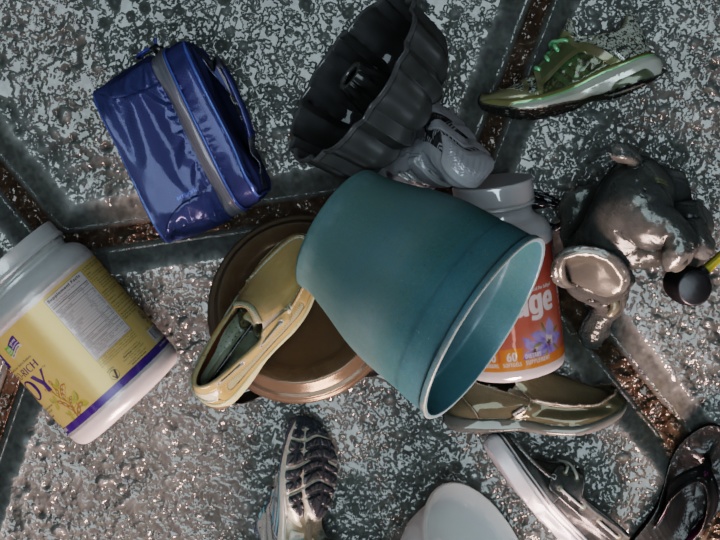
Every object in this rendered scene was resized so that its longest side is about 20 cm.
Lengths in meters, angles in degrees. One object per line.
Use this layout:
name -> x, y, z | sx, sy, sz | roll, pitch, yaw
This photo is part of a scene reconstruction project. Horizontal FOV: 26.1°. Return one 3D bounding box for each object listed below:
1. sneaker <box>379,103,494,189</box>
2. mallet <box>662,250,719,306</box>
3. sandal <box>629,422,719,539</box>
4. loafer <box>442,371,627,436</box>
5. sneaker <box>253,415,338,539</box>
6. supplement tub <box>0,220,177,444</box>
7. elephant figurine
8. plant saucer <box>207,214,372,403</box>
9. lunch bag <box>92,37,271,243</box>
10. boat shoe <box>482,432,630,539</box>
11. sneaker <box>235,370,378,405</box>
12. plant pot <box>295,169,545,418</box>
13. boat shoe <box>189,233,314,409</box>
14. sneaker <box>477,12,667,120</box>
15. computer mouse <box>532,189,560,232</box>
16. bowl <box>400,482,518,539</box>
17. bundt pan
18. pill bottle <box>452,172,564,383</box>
sneaker -> 0.067, -0.098, 1.572 | 0.075, 0.200, 0.115 | 29, 105, -20
mallet -> 0.401, -0.036, 1.650 | 0.200, 0.066, 0.041 | -43, 97, -8
sandal -> 0.351, 0.263, 1.684 | 0.075, 0.048, 0.202 | 26, 99, -2
loafer -> 0.186, 0.134, 1.657 | 0.197, 0.075, 0.071 | -2, 103, 2
sneaker -> -0.081, 0.258, 1.684 | 0.086, 0.077, 0.203 | -5, 78, 44
supplement tub -> -0.305, 0.064, 1.628 | 0.145, 0.145, 0.200 | -41, 95, 7
elephant figurine -> 0.251, -0.019, 1.589 | 0.199, 0.141, 0.156 | -34, 79, 31
plant saucer -> -0.063, 0.035, 1.599 | 0.197, 0.030, 0.203 | -2, 73, 6
lunch bag -> -0.177, -0.143, 1.599 | 0.131, 0.136, 0.202 | -25, 96, 5
boat shoe -> 0.213, 0.238, 1.682 | 0.071, 0.072, 0.200 | -42, 106, 1
sneaker -> -0.037, 0.098, 1.645 | 0.197, 0.104, 0.061 | -9, 98, 3
plant pot -> 0.047, 0.005, 1.495 | 0.187, 0.200, 0.201 | 34, 98, 17
boat shoe -> -0.102, 0.045, 1.545 | 0.071, 0.076, 0.201 | 27, 78, 15
sneaker -> 0.213, -0.214, 1.617 | 0.198, 0.077, 0.090 | -15, 85, -1
computer mouse -> 0.252, -0.071, 1.647 | 0.197, 0.034, 0.059 | -6, 99, 3
bowl -> 0.099, 0.335, 1.648 | 0.090, 0.201, 0.202 | -30, 97, 29
bundt pan -> 0.017, -0.177, 1.567 | 0.075, 0.202, 0.203 | 31, 99, -24
pill bottle -> 0.148, 0.006, 1.615 | 0.111, 0.112, 0.203 | -8, 102, 3
